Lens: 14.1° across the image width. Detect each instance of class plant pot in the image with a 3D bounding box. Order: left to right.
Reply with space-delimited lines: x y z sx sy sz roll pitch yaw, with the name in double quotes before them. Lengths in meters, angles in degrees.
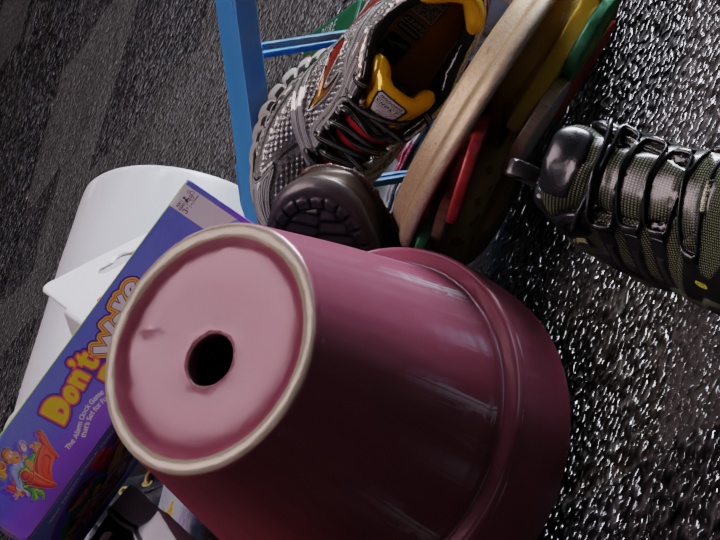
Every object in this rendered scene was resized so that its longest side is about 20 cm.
"plant pot" -0.022 0.067 1.438 0.199 0.179 0.201 -16 61 30

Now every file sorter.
"file sorter" -0.016 -0.114 1.713 0.139 0.122 0.201 -113 15 -66

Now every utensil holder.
"utensil holder" -0.140 0.053 1.987 0.170 0.169 0.201 138 149 -58

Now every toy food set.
"toy food set" 0.080 -0.085 1.553 0.200 0.049 0.198 -58 -6 10

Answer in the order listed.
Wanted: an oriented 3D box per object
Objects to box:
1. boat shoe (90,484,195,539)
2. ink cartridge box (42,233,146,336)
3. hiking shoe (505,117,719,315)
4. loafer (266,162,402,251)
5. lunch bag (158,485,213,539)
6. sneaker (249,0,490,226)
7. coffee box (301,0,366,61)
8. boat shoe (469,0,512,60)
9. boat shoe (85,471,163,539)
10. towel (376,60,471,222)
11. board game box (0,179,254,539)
"boat shoe" -0.112 0.162 1.507 0.068 0.074 0.199 -46 19 -7
"ink cartridge box" -0.107 0.046 1.832 0.200 0.115 0.068 34 146 54
"hiking shoe" 0.131 -0.026 1.313 0.200 0.100 0.076 175 113 -72
"loafer" 0.000 0.000 1.624 0.200 0.073 0.071 71 -146 -52
"lunch bag" -0.049 0.144 1.667 0.170 0.127 0.201 -120 40 -69
"sneaker" 0.002 -0.096 1.600 0.200 0.078 0.082 -56 15 20
"coffee box" -0.023 -0.069 1.894 0.123 0.044 0.201 151 135 -71
"boat shoe" 0.076 -0.156 1.706 0.200 0.071 0.070 -144 69 -78
"boat shoe" -0.110 0.141 1.851 0.201 0.091 0.071 -60 -15 -5
"towel" 0.017 -0.080 1.882 0.144 0.023 0.201 -114 46 -68
"board game box" -0.126 0.058 1.534 0.200 0.045 0.134 -54 -8 -10
